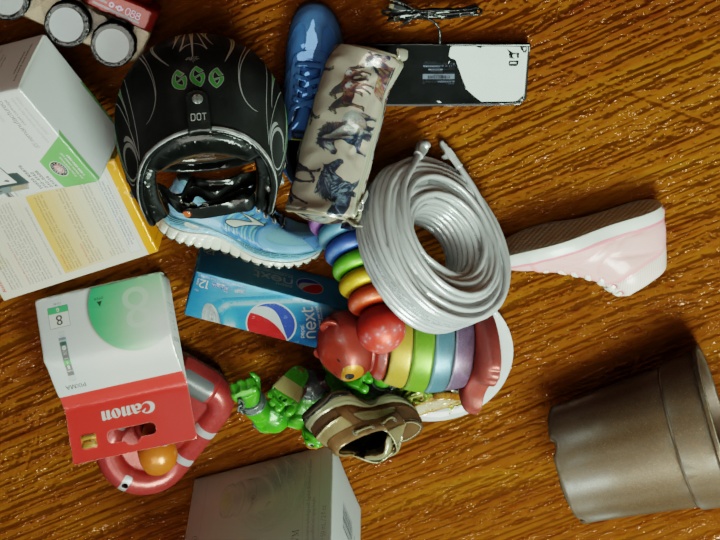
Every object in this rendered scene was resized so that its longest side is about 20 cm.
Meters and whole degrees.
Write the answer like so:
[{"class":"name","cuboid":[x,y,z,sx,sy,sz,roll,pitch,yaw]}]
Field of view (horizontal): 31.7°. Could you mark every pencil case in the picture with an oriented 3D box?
[{"class":"pencil case","cuboid":[-0.012,-0.145,1.340,0.089,0.078,0.201,16,90,15]}]

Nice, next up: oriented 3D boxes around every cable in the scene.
[{"class":"cable","cuboid":[0.079,-0.028,1.402,0.069,0.200,0.200,-31,99,43]}]

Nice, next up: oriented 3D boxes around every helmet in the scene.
[{"class":"helmet","cuboid":[-0.167,-0.151,1.331,0.199,0.191,0.200,-6,138,-6]}]

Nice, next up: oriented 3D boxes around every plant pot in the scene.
[{"class":"plant pot","cuboid":[0.344,0.213,1.552,0.198,0.200,0.201,-17,118,17]}]

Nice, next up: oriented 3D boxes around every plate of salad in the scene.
[{"class":"plate of salad","cuboid":[0.090,0.110,1.566,0.199,0.048,0.201,0,119,0]}]

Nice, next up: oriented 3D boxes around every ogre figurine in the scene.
[{"class":"ogre figurine","cuboid":[-0.056,0.154,1.544,0.200,0.098,0.120,-27,157,-22]}]

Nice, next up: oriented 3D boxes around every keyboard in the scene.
[{"class":"keyboard","cuboid":[0.086,-0.238,1.387,0.199,0.021,0.127,0,125,-1]}]

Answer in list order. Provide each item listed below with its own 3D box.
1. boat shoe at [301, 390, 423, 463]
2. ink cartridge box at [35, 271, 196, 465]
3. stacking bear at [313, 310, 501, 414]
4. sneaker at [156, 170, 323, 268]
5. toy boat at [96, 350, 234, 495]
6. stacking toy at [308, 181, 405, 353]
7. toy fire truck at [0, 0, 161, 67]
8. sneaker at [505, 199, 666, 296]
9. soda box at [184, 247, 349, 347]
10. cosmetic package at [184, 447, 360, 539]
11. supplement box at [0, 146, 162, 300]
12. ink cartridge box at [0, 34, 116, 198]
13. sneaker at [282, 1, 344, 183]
[{"class":"boat shoe","cuboid":[0.010,0.193,1.494,0.076,0.074,0.200,-47,149,22]},{"class":"ink cartridge box","cuboid":[-0.291,0.116,1.507,0.160,0.050,0.201,-13,78,6]},{"class":"stacking bear","cuboid":[0.048,0.090,1.460,0.199,0.114,0.122,5,148,-10]},{"class":"sneaker","cuboid":[-0.129,-0.062,1.453,0.199,0.078,0.090,13,107,-15]},{"class":"toy boat","cuboid":[-0.249,0.204,1.569,0.130,0.131,0.200,31,115,-16]},{"class":"stacking toy","cuboid":[0.000,0.000,1.415,0.085,0.201,0.085,-15,160,-6]},{"class":"toy fire truck","cuboid":[-0.273,-0.327,1.287,0.176,0.129,0.200,23,105,-12]},{"class":"sneaker","cuboid":[0.264,-0.008,1.483,0.199,0.075,0.105,-15,113,3]},{"class":"soda box","cuboid":[-0.104,0.035,1.511,0.199,0.068,0.064,14,118,-8]},{"class":"cosmetic package","cuboid":[-0.111,0.346,1.610,0.199,0.200,0.123,-16,119,8]},{"class":"supplement box","cuboid":[-0.341,-0.060,1.453,0.199,0.074,0.126,-16,118,9]},{"class":"ink cartridge box","cuboid":[-0.381,-0.153,1.343,0.199,0.085,0.146,-8,139,27]},{"class":"sneaker","cuboid":[-0.055,-0.188,1.382,0.066,0.079,0.201,7,118,-2]}]
